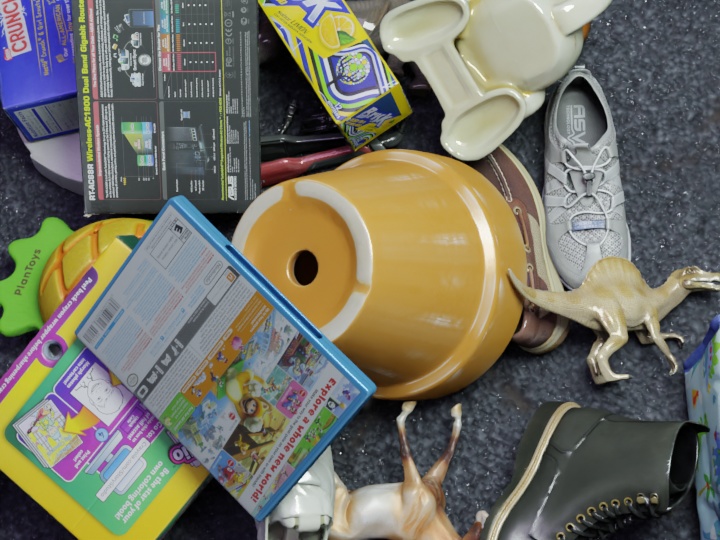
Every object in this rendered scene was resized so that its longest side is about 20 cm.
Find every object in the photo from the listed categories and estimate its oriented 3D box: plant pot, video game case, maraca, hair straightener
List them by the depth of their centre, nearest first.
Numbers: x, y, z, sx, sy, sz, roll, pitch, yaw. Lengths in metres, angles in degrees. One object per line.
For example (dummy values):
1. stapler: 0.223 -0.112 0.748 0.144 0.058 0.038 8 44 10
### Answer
1. video game case: -0.101 0.064 1.069 0.200 0.018 0.143 44 115 10
2. plant pot: 0.000 0.000 1.135 0.200 0.183 0.201 -2 86 31
3. maraca: -0.219 0.015 1.244 0.199 0.107 0.137 9 62 21
4. hair straightener: -0.050 -0.123 1.310 0.199 0.041 0.077 -15 65 7

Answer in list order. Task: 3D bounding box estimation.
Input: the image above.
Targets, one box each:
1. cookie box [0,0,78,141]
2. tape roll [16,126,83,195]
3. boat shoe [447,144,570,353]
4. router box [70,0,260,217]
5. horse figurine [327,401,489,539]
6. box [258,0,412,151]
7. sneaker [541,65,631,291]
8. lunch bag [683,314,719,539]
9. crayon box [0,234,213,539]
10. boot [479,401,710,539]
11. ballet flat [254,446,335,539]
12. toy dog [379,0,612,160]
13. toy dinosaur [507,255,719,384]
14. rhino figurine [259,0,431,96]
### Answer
1. cookie box: -0.221 -0.222 1.320 0.199 0.075 0.172 -12 67 2
2. tape roll: -0.218 -0.161 1.356 0.202 0.037 0.203 -3 66 6
3. boat shoe: 0.109 -0.028 1.220 0.072 0.072 0.201 -28 66 31
4. router box: -0.158 -0.147 1.229 0.149 0.062 0.201 0 111 -3
5. horse figurine: 0.006 0.171 1.169 0.199 0.050 0.133 -1 79 2
6. box: -0.036 -0.206 1.268 0.064 0.070 0.200 -33 71 2
7. sneaker: 0.181 -0.075 1.234 0.074 0.082 0.201 -8 68 5
8. lunch bag: 0.356 0.128 1.107 0.199 0.128 0.171 3 65 -4
9. crayon box: -0.179 0.103 1.151 0.172 0.058 0.200 40 96 3
10. boot: 0.169 0.190 1.095 0.138 0.077 0.201 -1 64 43
11. ballet flat: -0.047 0.201 1.113 0.069 0.069 0.201 6 101 11
12. toy dog: 0.127 -0.216 1.255 0.194 0.200 0.140 -37 98 29
13. toy dinosaur: 0.196 0.038 1.180 0.199 0.058 0.101 -3 82 -24
14. rhino figurine: -0.031 -0.207 1.336 0.199 0.060 0.088 3 71 11
